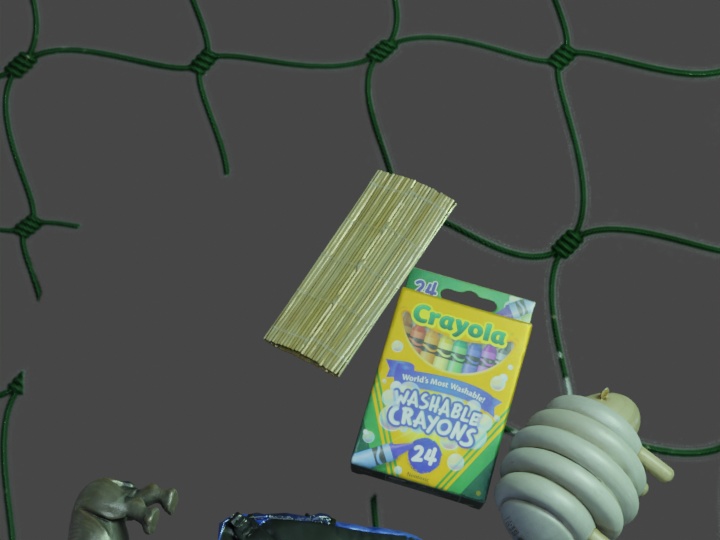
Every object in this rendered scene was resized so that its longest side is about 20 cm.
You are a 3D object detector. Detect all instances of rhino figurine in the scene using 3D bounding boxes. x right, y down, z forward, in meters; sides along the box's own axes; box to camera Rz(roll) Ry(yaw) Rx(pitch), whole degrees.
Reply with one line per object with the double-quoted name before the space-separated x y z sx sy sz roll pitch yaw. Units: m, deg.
"rhino figurine" -0.232 0.276 1.524 0.087 0.060 0.201 13 77 18

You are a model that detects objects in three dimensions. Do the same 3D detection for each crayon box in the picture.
"crayon box" 0.077 0.100 1.573 0.125 0.052 0.201 15 76 4

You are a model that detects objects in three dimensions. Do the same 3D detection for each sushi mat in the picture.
"sushi mat" 0.000 0.000 1.599 0.095 0.012 0.201 25 75 38

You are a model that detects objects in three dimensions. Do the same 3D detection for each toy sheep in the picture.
"toy sheep" 0.184 0.186 1.512 0.137 0.138 0.200 32 59 8

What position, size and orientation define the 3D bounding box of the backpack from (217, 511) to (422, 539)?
"backpack" -0.025 0.288 1.466 0.198 0.168 0.164 4 78 -3
